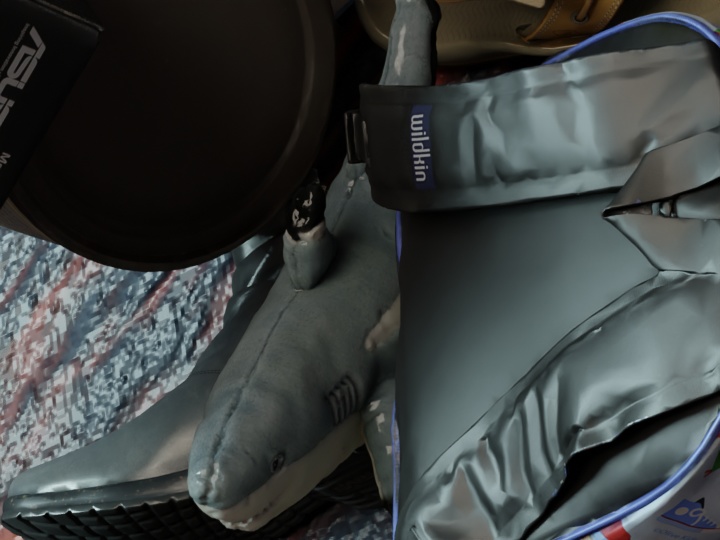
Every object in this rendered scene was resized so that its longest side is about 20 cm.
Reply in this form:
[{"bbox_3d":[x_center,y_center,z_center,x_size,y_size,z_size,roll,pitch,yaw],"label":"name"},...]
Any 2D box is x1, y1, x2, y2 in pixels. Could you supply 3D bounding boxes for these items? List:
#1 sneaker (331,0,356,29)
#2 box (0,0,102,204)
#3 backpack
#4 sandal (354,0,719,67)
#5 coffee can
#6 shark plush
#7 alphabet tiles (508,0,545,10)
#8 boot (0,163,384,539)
[{"bbox_3d":[-0.069,-0.153,1.162,0.200,0.072,0.072,36,96,40],"label":"sneaker"},{"bbox_3d":[-0.176,-0.041,0.972,0.200,0.044,0.160,-58,35,15],"label":"box"},{"bbox_3d":[0.097,0.015,0.900,0.190,0.154,0.201,-33,57,58],"label":"backpack"},{"bbox_3d":[0.078,-0.118,1.037,0.200,0.054,0.081,-8,72,29],"label":"sandal"},{"bbox_3d":[-0.123,-0.086,1.103,0.200,0.146,0.147,15,84,55],"label":"coffee can"},{"bbox_3d":[0.000,0.000,0.985,0.091,0.083,0.200,23,79,34],"label":"shark plush"},{"bbox_3d":[0.027,-0.189,1.008,0.200,0.006,0.167,18,84,5],"label":"alphabet tiles"},{"bbox_3d":[-0.045,0.033,1.088,0.200,0.070,0.132,-14,62,23],"label":"boot"}]
